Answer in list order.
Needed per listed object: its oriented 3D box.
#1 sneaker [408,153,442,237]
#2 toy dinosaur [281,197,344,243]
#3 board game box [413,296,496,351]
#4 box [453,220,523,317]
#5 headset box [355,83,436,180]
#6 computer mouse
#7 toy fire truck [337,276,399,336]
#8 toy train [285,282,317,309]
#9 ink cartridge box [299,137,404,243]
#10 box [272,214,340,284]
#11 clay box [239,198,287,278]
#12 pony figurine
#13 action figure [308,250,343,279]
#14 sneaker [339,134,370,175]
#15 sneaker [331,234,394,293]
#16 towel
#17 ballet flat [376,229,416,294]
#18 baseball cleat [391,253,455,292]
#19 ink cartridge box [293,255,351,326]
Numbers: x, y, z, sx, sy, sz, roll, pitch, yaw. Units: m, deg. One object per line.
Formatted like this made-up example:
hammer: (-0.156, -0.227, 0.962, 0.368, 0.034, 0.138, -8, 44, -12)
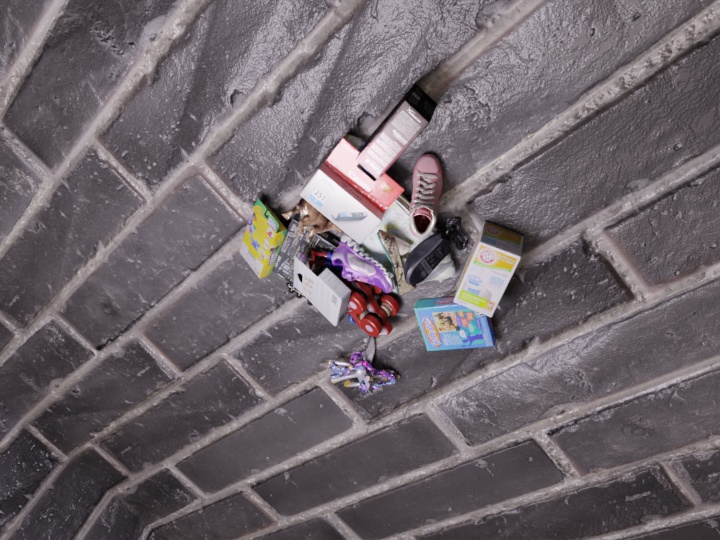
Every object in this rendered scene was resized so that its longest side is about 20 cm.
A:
sneaker: (0.156, -0.173, 1.521, 0.074, 0.105, 0.204, 8, 100, 1)
toy dinosaur: (-0.117, -0.149, 1.649, 0.086, 0.136, 0.200, 38, 171, 33)
board game box: (0.262, 0.146, 1.774, 0.196, 0.045, 0.154, -7, 121, 24)
box: (0.322, -0.003, 1.613, 0.111, 0.102, 0.202, 21, 128, 4)
headset box: (0.076, -0.309, 1.455, 0.075, 0.149, 0.200, 39, 120, -9)
computer mouse: (0.176, -0.048, 1.594, 0.053, 0.200, 0.139, 45, 175, 33)
toy fire truck: (0.004, 0.099, 1.814, 0.167, 0.112, 0.202, -6, 124, 52)
toy train: (-0.132, 0.084, 1.887, 0.198, 0.034, 0.046, 31, 125, -2)
ink cartridge box: (-0.022, -0.190, 1.562, 0.199, 0.045, 0.176, 38, 123, -10)
box: (-0.156, -0.043, 1.802, 0.159, 0.044, 0.201, 32, 128, -3)
clay box: (-0.269, -0.092, 1.779, 0.115, 0.047, 0.202, 48, 132, 24)
pony figurine: (0.005, 0.301, 1.930, 0.196, 0.170, 0.193, -4, 154, 19)
action figure: (-0.039, -0.017, 1.739, 0.196, 0.052, 0.066, 2, 132, -16)
sneaker: (-0.017, -0.234, 1.600, 0.086, 0.076, 0.203, 15, 128, 10)
sneaker: (0.000, 0.000, 1.656, 0.199, 0.088, 0.081, 40, 164, 20)
towel: (0.081, -0.098, 1.652, 0.171, 0.048, 0.200, 42, 128, -7)
ballet flat: (0.101, -0.028, 1.628, 0.074, 0.068, 0.202, -16, 122, 7)
baseball cleat: (0.151, -0.009, 1.703, 0.196, 0.070, 0.108, -15, 115, 17)
ink cartridge box: (-0.108, 0.048, 1.746, 0.173, 0.043, 0.201, 44, 157, 13)
